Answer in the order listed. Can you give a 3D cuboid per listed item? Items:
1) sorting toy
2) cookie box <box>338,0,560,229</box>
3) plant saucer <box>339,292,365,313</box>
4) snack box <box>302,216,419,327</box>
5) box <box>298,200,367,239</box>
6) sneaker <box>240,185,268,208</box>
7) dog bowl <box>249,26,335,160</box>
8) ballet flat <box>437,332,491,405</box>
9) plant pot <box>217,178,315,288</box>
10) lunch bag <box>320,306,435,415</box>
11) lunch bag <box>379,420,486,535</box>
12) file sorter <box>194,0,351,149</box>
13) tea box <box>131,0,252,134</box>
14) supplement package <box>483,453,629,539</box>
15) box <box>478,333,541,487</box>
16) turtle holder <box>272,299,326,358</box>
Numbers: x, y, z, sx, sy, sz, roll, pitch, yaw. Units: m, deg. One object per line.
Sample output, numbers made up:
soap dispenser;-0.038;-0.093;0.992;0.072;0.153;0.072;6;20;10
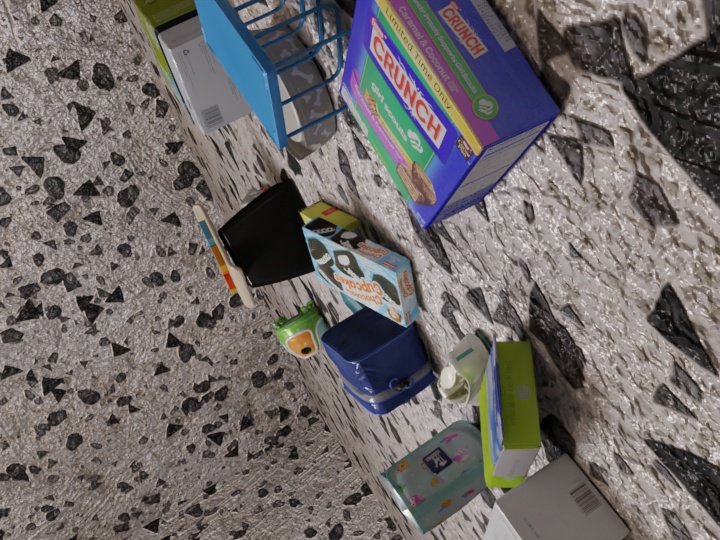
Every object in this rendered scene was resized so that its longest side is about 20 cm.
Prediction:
sorting toy;-0.302;-0.027;1.569;0.200;0.036;0.185;54;166;26
cookie box;0.061;-0.147;0.617;0.171;0.075;0.200;60;166;9
plant saucer;0.005;0.083;1.460;0.200;0.019;0.070;42;157;53
snack box;0.000;0.000;1.119;0.200;0.037;0.116;27;145;37
box;-0.046;-0.067;1.258;0.075;0.050;0.200;65;167;-21
sneaker;-0.234;-0.159;1.793;0.082;0.077;0.200;37;179;-24
dog bowl;-0.104;-0.261;1.046;0.200;0.059;0.200;56;166;22
ballet flat;0.135;0.146;0.986;0.069;0.069;0.200;55;166;25
plant pot;-0.198;-0.064;1.565;0.200;0.177;0.200;62;168;-11
lunch bag;0.036;0.158;1.234;0.132;0.136;0.200;65;165;-21
lunch bag;0.131;0.328;1.151;0.122;0.170;0.200;57;171;8
file sorter;-0.099;-0.277;0.846;0.200;0.123;0.139;56;167;21
tea box;-0.296;-0.399;1.318;0.197;0.134;0.200;53;165;34
supplement package;0.235;0.331;0.899;0.114;0.109;0.200;53;165;29
box;0.168;0.166;0.828;0.200;0.048;0.122;83;-174;-60
turtle holder;-0.164;0.173;2.029;0.132;0.141;0.186;60;166;-4
